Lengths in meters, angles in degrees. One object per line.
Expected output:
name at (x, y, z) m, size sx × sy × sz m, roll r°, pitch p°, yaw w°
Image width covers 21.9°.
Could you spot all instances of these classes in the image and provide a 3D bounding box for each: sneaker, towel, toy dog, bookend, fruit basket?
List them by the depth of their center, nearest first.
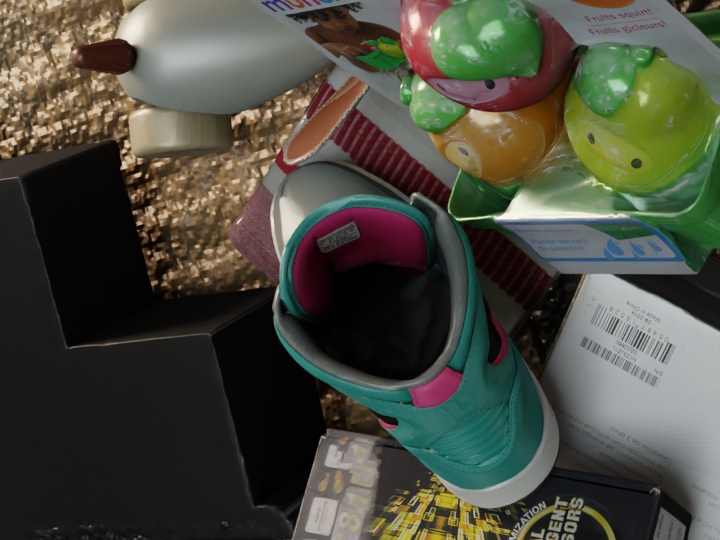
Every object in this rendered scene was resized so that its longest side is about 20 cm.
fruit basket at (0.062, -0.068, 0.698) m, size 0.185 × 0.200 × 0.094 m, roll 1°, pitch 71°, yaw 49°
sneaker at (0.000, 0.000, 0.766) m, size 0.084 × 0.121 × 0.200 m, roll -38°, pitch 51°, yaw 0°
toy dog at (-0.047, -0.105, 0.819) m, size 0.200 × 0.096 × 0.132 m, roll -29°, pitch 82°, yaw 32°
towel at (0.039, -0.045, 0.853) m, size 0.144 × 0.023 × 0.200 m, roll 41°, pitch 117°, yaw 12°
bookend at (-0.115, 0.023, 0.891) m, size 0.198 × 0.092 × 0.201 m, roll -8°, pitch 102°, yaw 31°

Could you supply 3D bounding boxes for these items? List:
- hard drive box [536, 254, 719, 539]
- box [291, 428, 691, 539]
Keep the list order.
hard drive box at (0.140, 0.106, 0.817) m, size 0.156 × 0.077 × 0.201 m, roll 30°, pitch 115°, yaw 15°
box at (0.035, 0.175, 0.760) m, size 0.161 × 0.049 × 0.201 m, roll 7°, pitch 73°, yaw 33°
